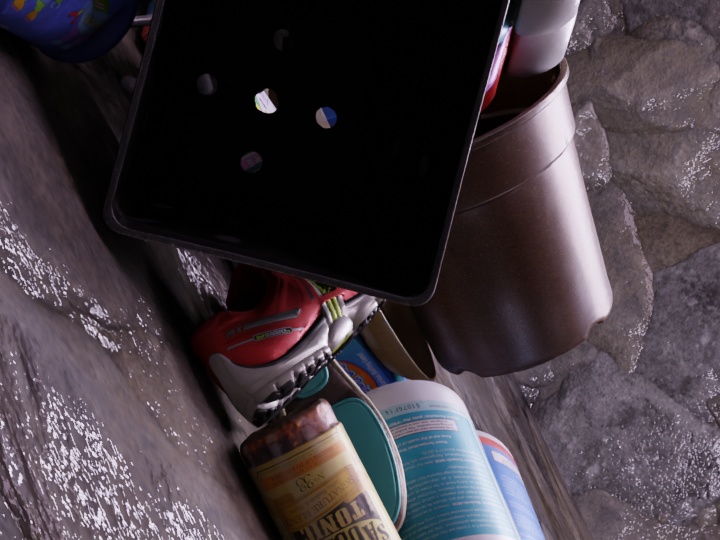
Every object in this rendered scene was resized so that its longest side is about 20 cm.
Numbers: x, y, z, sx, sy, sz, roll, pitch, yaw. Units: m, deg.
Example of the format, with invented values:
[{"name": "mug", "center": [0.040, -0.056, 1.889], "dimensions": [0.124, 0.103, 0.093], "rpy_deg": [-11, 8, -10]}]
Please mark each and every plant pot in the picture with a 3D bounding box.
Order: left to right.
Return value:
[{"name": "plant pot", "center": [-0.047, -0.104, 1.115], "dimensions": [0.177, 0.199, 0.201], "rpy_deg": [-158, -98, -77]}, {"name": "plant pot", "center": [0.000, 0.000, 1.372], "dimensions": [0.201, 0.027, 0.200], "rpy_deg": [61, 7, -13]}, {"name": "plant pot", "center": [0.095, -0.039, 1.386], "dimensions": [0.200, 0.199, 0.199], "rpy_deg": [-99, 168, -68]}]

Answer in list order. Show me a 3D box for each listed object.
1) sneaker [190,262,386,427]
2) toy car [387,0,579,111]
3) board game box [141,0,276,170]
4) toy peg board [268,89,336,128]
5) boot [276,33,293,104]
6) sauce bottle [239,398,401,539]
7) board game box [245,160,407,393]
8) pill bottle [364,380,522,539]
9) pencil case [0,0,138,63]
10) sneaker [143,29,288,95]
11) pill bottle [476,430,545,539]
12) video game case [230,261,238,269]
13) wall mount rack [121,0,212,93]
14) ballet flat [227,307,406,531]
[{"name": "sneaker", "center": [-0.039, 0.018, 1.142], "dimensions": [0.085, 0.077, 0.200], "rpy_deg": [45, 32, 2]}, {"name": "toy car", "center": [0.059, -0.177, 1.268], "dimensions": [0.200, 0.174, 0.151], "rpy_deg": [88, 21, -78]}, {"name": "board game box", "center": [-0.105, -0.137, 1.490], "dimensions": [0.200, 0.040, 0.153], "rpy_deg": [55, 7, -17]}, {"name": "toy peg board", "center": [-0.005, -0.096, 1.657], "dimensions": [0.199, 0.097, 0.201], "rpy_deg": [97, -29, -64]}, {"name": "boot", "center": [-0.054, -0.204, 1.355], "dimensions": [0.200, 0.069, 0.132], "rpy_deg": [-144, -133, -62]}, {"name": "sauce bottle", "center": [-0.001, 0.176, 1.067], "dimensions": [0.201, 0.066, 0.066], "rpy_deg": [61, 7, 0]}, {"name": "board game box", "center": [-0.025, 0.027, 1.383], "dimensions": [0.200, 0.045, 0.153], "rpy_deg": [54, 12, -53]}, {"name": "pill bottle", "center": [0.050, 0.181, 1.228], "dimensions": [0.111, 0.110, 0.200], "rpy_deg": [54, 11, -50]}, {"name": "pencil case", "center": [-0.184, -0.176, 0.989], "dimensions": [0.078, 0.087, 0.200], "rpy_deg": [41, 2, 13]}, {"name": "sneaker", "center": [-0.103, -0.152, 1.310], "dimensions": [0.092, 0.075, 0.200], "rpy_deg": [68, -24, 19]}, {"name": "pill bottle", "center": [0.086, 0.220, 1.341], "dimensions": [0.112, 0.112, 0.200], "rpy_deg": [57, 8, -35]}, {"name": "video game case", "center": [-0.071, -0.003, 1.420], "dimensions": [0.144, 0.018, 0.200], "rpy_deg": [63, 7, 5]}, {"name": "wall mount rack", "center": [-0.176, -0.201, 1.213], "dimensions": [0.201, 0.074, 0.174], "rpy_deg": [64, 4, 12]}, {"name": "ballet flat", "center": [-0.029, 0.095, 1.209], "dimensions": [0.201, 0.069, 0.069], "rpy_deg": [63, 7, 14]}]
